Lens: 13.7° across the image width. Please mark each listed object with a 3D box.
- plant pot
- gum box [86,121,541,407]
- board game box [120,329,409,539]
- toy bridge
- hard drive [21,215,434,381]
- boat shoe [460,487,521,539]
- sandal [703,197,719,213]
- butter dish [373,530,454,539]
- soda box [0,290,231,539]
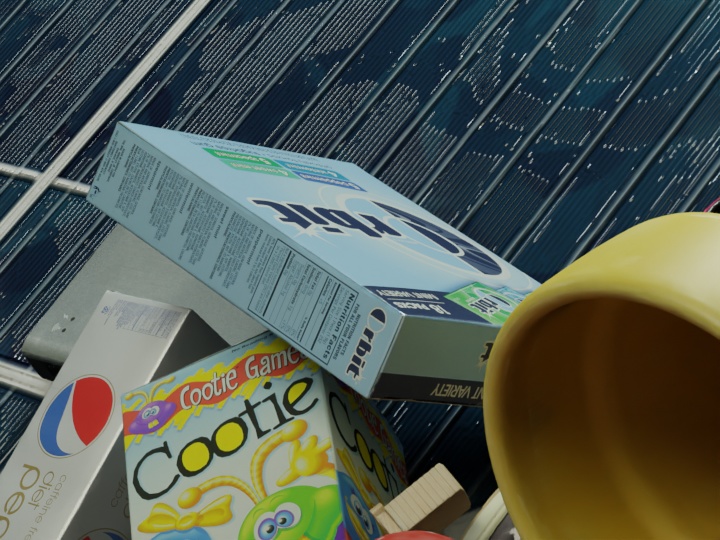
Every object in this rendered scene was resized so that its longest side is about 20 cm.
[{"bbox_3d":[0.183,0.052,1.202,0.201,0.201,0.189,14,35,44],"label":"plant pot"},{"bbox_3d":[0.000,0.000,1.380,0.200,0.170,0.045,35,107,38],"label":"gum box"},{"bbox_3d":[-0.034,0.133,1.334,0.103,0.105,0.200,-24,38,11],"label":"board game box"},{"bbox_3d":[0.065,0.168,1.219,0.067,0.027,0.200,-39,64,-6],"label":"toy bridge"},{"bbox_3d":[-0.065,0.016,1.548,0.200,0.033,0.140,12,55,43],"label":"hard drive"},{"bbox_3d":[0.098,0.115,1.287,0.065,0.072,0.200,7,49,42],"label":"boat shoe"},{"bbox_3d":[0.192,-0.024,1.393,0.200,0.045,0.075,-45,39,-15],"label":"sandal"},{"bbox_3d":[0.019,0.165,1.069,0.199,0.148,0.200,-14,22,-36],"label":"butter dish"},{"bbox_3d":[-0.129,0.113,1.430,0.064,0.068,0.200,12,66,44],"label":"soda box"}]
